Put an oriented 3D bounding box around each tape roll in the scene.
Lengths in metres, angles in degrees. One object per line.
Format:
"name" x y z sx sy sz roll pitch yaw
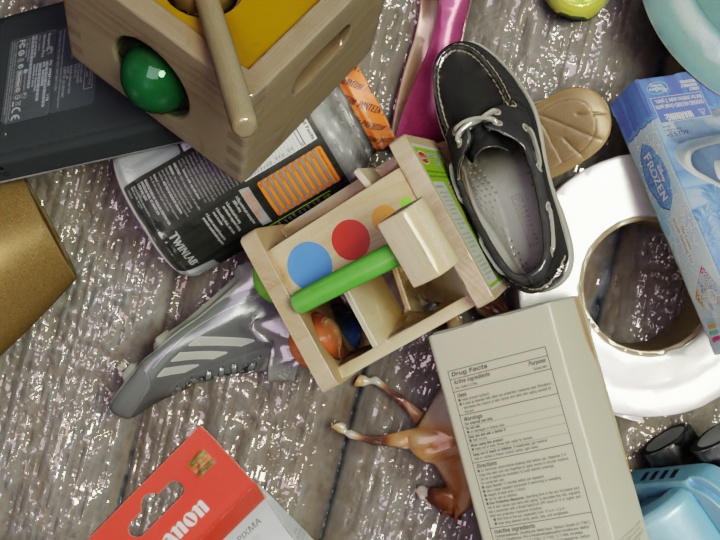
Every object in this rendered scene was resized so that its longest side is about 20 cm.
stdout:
"tape roll" 0.219 0.012 0.805 0.200 0.071 0.205 0 91 3

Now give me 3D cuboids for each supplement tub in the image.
"supplement tub" -0.080 -0.093 0.794 0.199 0.123 0.123 -29 89 3

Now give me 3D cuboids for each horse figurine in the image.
"horse figurine" 0.068 0.092 0.826 0.132 0.050 0.202 28 95 8

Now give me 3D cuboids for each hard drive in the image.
"hard drive" -0.194 -0.149 0.768 0.198 0.033 0.141 -10 64 14

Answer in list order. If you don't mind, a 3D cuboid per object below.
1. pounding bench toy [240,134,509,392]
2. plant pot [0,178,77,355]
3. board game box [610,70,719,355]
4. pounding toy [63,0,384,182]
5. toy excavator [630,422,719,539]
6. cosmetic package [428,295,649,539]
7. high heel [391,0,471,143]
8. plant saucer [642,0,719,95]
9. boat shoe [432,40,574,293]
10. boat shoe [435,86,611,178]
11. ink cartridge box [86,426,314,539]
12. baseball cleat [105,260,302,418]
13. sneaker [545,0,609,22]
"pounding bench toy" 0.000 0.000 0.711 0.155 0.200 0.125 -30 88 14
"plant pot" -0.331 0.012 0.794 0.198 0.186 0.188 -27 90 -10
"board game box" 0.308 -0.056 0.746 0.198 0.043 0.201 -11 71 -20
"pounding toy" -0.086 -0.164 0.652 0.183 0.143 0.200 36 63 8
"toy excavator" 0.213 0.215 0.786 0.199 0.194 0.100 -33 89 -25
"cosmetic package" 0.130 0.128 0.736 0.104 0.071 0.203 -16 85 31
"high heel" 0.044 -0.201 0.814 0.095 0.067 0.202 -18 103 -7
"plant saucer" 0.307 -0.210 0.772 0.197 0.027 0.203 5 66 -12
"boat shoe" 0.096 -0.080 0.737 0.073 0.060 0.202 -20 78 21
"boat shoe" 0.109 -0.083 0.811 0.198 0.069 0.074 -21 91 24
"ink cartridge box" -0.120 0.259 0.840 0.163 0.057 0.200 -44 93 3
"baseball cleat" -0.109 0.070 0.825 0.200 0.070 0.107 -43 88 4
"sneaker" 0.184 -0.297 0.792 0.077 0.090 0.203 11 93 1
